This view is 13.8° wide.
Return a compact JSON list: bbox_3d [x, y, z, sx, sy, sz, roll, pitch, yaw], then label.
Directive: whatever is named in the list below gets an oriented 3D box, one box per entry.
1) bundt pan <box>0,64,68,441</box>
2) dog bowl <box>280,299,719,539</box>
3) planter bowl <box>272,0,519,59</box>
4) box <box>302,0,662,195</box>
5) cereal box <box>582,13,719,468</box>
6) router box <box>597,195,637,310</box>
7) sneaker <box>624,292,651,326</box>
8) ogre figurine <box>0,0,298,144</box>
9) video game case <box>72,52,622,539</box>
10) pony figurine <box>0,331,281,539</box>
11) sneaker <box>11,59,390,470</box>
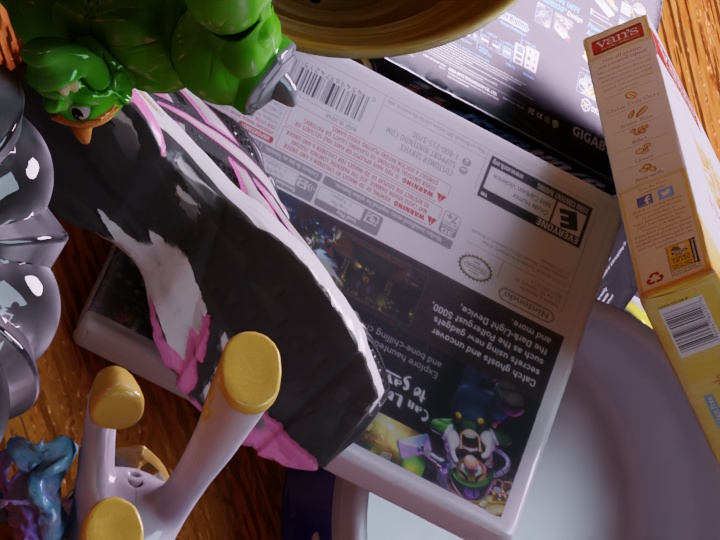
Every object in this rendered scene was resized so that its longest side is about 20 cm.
[{"bbox_3d":[-0.173,-0.006,1.043,0.201,0.075,0.203,2,88,-58],"label":"bundt pan"},{"bbox_3d":[0.067,0.112,1.331,0.199,0.079,0.202,2,85,-28],"label":"dog bowl"},{"bbox_3d":[-0.008,-0.167,1.273,0.084,0.199,0.202,105,-4,-70],"label":"planter bowl"},{"bbox_3d":[0.056,-0.141,1.391,0.199,0.046,0.160,25,65,-33],"label":"box"},{"bbox_3d":[0.151,-0.003,1.322,0.201,0.039,0.144,-95,160,-52],"label":"cereal box"},{"bbox_3d":[0.065,-0.006,1.458,0.200,0.051,0.150,-49,128,-48],"label":"router box"},{"bbox_3d":[0.175,0.078,1.616,0.085,0.074,0.201,-57,135,-44],"label":"sneaker"},{"bbox_3d":[-0.089,-0.115,1.069,0.098,0.199,0.120,-63,141,-39],"label":"ogre figurine"},{"bbox_3d":[0.000,0.000,1.260,0.199,0.023,0.182,27,56,-7],"label":"video game case"},{"bbox_3d":[-0.087,0.131,1.084,0.165,0.200,0.194,10,68,-14],"label":"pony figurine"},{"bbox_3d":[-0.053,-0.018,1.190,0.200,0.080,0.086,54,27,-4],"label":"sneaker"}]
